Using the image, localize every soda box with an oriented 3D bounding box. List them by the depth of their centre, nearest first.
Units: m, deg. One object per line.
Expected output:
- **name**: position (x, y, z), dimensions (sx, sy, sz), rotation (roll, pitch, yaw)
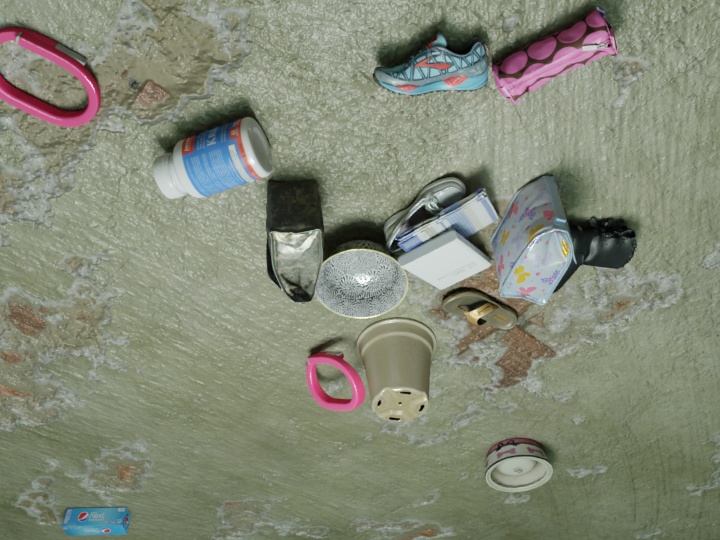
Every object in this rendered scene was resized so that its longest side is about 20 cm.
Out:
- **soda box**: position (-0.864, 0.822, 2.209), dimensions (0.198, 0.064, 0.068), rotation (-1, 134, 0)

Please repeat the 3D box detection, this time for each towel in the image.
- **towel**: position (0.177, -0.087, 1.350), dimensions (0.199, 0.024, 0.147), rotation (-30, 155, 14)

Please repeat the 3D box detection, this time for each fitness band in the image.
- **fitness band**: position (-0.547, -0.327, 1.159), dimensions (0.199, 0.038, 0.144), rotation (26, 128, -21)
- **fitness band**: position (-0.066, 0.270, 1.635), dimensions (0.199, 0.037, 0.145), rotation (-9, 101, 50)

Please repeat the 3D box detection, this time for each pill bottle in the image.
- **pill bottle**: position (-0.271, -0.198, 1.232), dimensions (0.199, 0.113, 0.113), rotation (-16, 131, 13)

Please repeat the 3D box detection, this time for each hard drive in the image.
- **hard drive**: position (0.180, -0.018, 1.410), dimensions (0.131, 0.027, 0.200), rotation (-27, 154, 22)

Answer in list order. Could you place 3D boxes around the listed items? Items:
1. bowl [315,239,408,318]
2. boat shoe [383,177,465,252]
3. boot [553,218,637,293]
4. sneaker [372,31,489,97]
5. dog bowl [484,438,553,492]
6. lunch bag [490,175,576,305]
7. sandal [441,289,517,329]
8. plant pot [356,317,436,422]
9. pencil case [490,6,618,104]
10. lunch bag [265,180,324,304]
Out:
- **bowl**: position (0.000, 0.000, 1.433), dimensions (0.199, 0.095, 0.202), rotation (-1, 133, -1)
- **boat shoe**: position (0.128, -0.109, 1.352), dimensions (0.201, 0.065, 0.074), rotation (-33, 125, 27)
- **boot**: position (0.482, -0.024, 1.438), dimensions (0.161, 0.074, 0.199), rotation (2, 133, -7)
- **sneaker**: position (0.117, -0.353, 1.131), dimensions (0.198, 0.080, 0.096), rotation (-7, 124, -6)
- **dog bowl**: position (0.460, 0.571, 1.987), dimensions (0.198, 0.074, 0.201), rotation (-1, 133, -1)
- **lunch bag**: position (0.350, -0.061, 1.329), dimensions (0.126, 0.170, 0.201), rotation (10, 132, -8)
- **sandal**: position (0.282, 0.101, 1.558), dimensions (0.199, 0.054, 0.080), rotation (21, 129, -20)
- **plant pot**: position (0.089, 0.248, 1.604), dimensions (0.199, 0.184, 0.201), rotation (0, 133, 0)
- **pencil case**: position (0.318, -0.348, 1.114), dimensions (0.199, 0.094, 0.091), rotation (-25, 129, 22)
- **lunch bag**: position (-0.130, -0.052, 1.334), dimensions (0.117, 0.165, 0.201), rotation (-4, 133, -5)
